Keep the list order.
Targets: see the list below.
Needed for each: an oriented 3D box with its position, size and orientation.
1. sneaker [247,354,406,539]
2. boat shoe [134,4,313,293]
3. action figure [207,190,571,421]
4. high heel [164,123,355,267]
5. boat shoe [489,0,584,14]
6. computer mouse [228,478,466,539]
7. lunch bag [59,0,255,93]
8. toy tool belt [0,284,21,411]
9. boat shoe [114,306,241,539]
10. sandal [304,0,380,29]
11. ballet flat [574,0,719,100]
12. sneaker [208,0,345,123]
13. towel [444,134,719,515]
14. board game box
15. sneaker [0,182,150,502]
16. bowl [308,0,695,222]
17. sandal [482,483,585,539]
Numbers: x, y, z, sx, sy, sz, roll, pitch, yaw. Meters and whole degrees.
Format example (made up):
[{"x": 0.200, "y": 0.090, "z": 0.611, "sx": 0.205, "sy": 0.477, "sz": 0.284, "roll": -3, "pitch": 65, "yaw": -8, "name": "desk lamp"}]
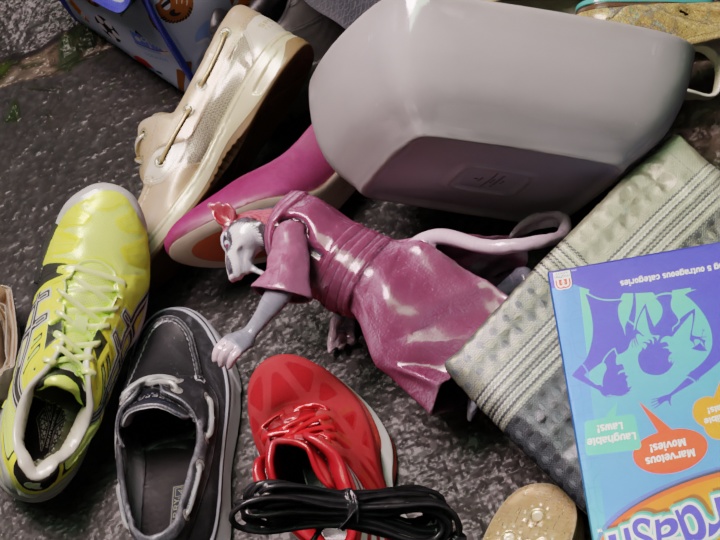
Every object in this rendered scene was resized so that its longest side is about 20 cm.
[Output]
[{"x": -0.026, "y": 0.099, "z": 1.553, "sx": 0.078, "sy": 0.116, "sz": 0.200, "roll": -32, "pitch": 49, "yaw": -2, "name": "sneaker"}, {"x": -0.108, "y": -0.074, "z": 1.722, "sx": 0.065, "sy": 0.072, "sz": 0.200, "roll": 33, "pitch": 93, "yaw": 14, "name": "boat shoe"}, {"x": 0.000, "y": 0.000, "z": 1.582, "sx": 0.200, "sy": 0.134, "sz": 0.149, "roll": 29, "pitch": 109, "yaw": 9, "name": "action figure"}, {"x": -0.042, "y": -0.069, "z": 1.712, "sx": 0.200, "sy": 0.067, "sz": 0.096, "roll": -19, "pitch": 56, "yaw": -16, "name": "high heel"}, {"x": 0.105, "y": -0.149, "z": 1.677, "sx": 0.201, "sy": 0.073, "sz": 0.063, "roll": -22, "pitch": 13, "yaw": -7, "name": "boat shoe"}, {"x": -0.021, "y": 0.187, "z": 1.476, "sx": 0.140, "sy": 0.200, "sz": 0.046, "roll": 2, "pitch": 32, "yaw": -18, "name": "computer mouse"}, {"x": -0.153, "y": -0.224, "z": 1.799, "sx": 0.124, "sy": 0.200, "sz": 0.170, "roll": -46, "pitch": 51, "yaw": -14, "name": "lunch bag"}, {"x": -0.286, "y": 0.026, "z": 1.719, "sx": 0.125, "sy": 0.123, "sz": 0.200, "roll": -28, "pitch": 48, "yaw": 2, "name": "toy tool belt"}, {"x": -0.117, "y": 0.093, "z": 1.628, "sx": 0.072, "sy": 0.068, "sz": 0.200, "roll": -13, "pitch": 50, "yaw": 15, "name": "boat shoe"}, {"x": 0.005, "y": -0.181, "z": 1.670, "sx": 0.043, "sy": 0.076, "sz": 0.200, "roll": 3, "pitch": 33, "yaw": -30, "name": "sandal"}, {"x": 0.224, "y": -0.137, "z": 1.645, "sx": 0.200, "sy": 0.071, "sz": 0.071, "roll": -6, "pitch": 49, "yaw": -10, "name": "ballet flat"}, {"x": -0.010, "y": -0.181, "z": 1.770, "sx": 0.200, "sy": 0.091, "sz": 0.076, "roll": -37, "pitch": 31, "yaw": -9, "name": "sneaker"}, {"x": 0.179, "y": 0.050, "z": 1.515, "sx": 0.200, "sy": 0.035, "sz": 0.193, "roll": -44, "pitch": 72, "yaw": -7, "name": "towel"}, {"x": 0.191, "y": 0.086, "z": 1.459, "sx": 0.152, "sy": 0.045, "sz": 0.200, "roll": -11, "pitch": 71, "yaw": 5, "name": "board game box"}, {"x": -0.168, "y": 0.045, "z": 1.643, "sx": 0.075, "sy": 0.076, "sz": 0.200, "roll": 14, "pitch": 86, "yaw": -13, "name": "sneaker"}, {"x": 0.076, "y": -0.085, "z": 1.580, "sx": 0.200, "sy": 0.200, "sz": 0.075, "roll": 9, "pitch": 74, "yaw": -15, "name": "bowl"}, {"x": 0.067, "y": 0.198, "z": 1.467, "sx": 0.078, "sy": 0.070, "sz": 0.212, "roll": 3, "pitch": 56, "yaw": 26, "name": "sandal"}]
